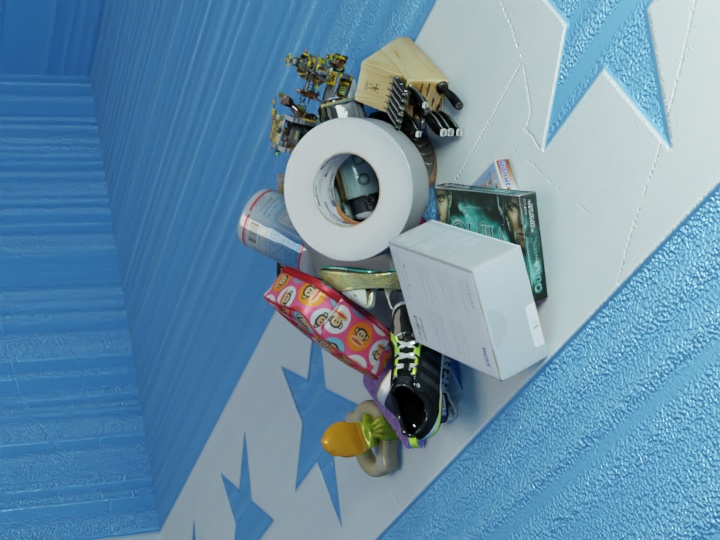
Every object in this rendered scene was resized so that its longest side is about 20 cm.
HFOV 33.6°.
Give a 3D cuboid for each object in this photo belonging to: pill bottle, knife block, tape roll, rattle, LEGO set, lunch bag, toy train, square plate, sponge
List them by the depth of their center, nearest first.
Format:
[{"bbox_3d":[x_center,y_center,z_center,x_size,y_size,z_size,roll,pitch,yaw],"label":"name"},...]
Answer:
[{"bbox_3d":[-0.006,-0.115,1.687,0.200,0.066,0.201,3,98,24],"label":"tape roll"},{"bbox_3d":[0.091,-0.259,1.722,0.200,0.175,0.064,-45,-26,-55],"label":"knife block"},{"bbox_3d":[-0.015,-0.166,1.782,0.114,0.085,0.200,173,83,-79],"label":"toy train"},{"bbox_3d":[-0.051,0.079,1.835,0.082,0.200,0.176,-55,30,-10],"label":"lunch bag"},{"bbox_3d":[0.000,0.000,1.835,0.200,0.028,0.198,8,131,49],"label":"square plate"},{"bbox_3d":[0.056,0.179,1.866,0.200,0.030,0.112,-129,43,-57],"label":"sponge"},{"bbox_3d":[-0.104,-0.267,1.930,0.154,0.116,0.200,41,116,46],"label":"LEGO set"},{"bbox_3d":[-0.030,0.280,1.953,0.200,0.143,0.130,9,119,61],"label":"rattle"},{"bbox_3d":[-0.100,-0.054,2.018,0.200,0.109,0.109,27,125,21],"label":"pill bottle"}]

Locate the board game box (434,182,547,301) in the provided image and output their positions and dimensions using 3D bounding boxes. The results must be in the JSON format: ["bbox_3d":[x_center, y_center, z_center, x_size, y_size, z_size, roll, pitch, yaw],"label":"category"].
[{"bbox_3d":[0.165,-0.041,1.537,0.200,0.028,0.136,13,114,61],"label":"board game box"}]

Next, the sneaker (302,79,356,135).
[{"bbox_3d":[-0.057,-0.235,2.003,0.077,0.082,0.200,-67,-7,-55],"label":"sneaker"}]

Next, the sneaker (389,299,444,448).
[{"bbox_3d":[0.075,0.139,1.626,0.083,0.072,0.200,-5,-93,-69],"label":"sneaker"}]

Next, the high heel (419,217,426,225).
[{"bbox_3d":[0.039,-0.075,1.822,0.200,0.067,0.096,41,139,54],"label":"high heel"}]

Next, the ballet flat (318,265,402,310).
[{"bbox_3d":[0.033,0.025,1.721,0.071,0.200,0.071,0,-90,-75],"label":"ballet flat"}]

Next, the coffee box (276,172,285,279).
[{"bbox_3d":[-0.098,-0.074,2.147,0.113,0.080,0.200,-165,74,-66],"label":"coffee box"}]

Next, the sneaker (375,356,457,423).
[{"bbox_3d":[0.107,0.145,1.696,0.109,0.070,0.200,48,121,31],"label":"sneaker"}]

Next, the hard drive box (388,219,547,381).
[{"bbox_3d":[0.133,0.034,1.517,0.200,0.077,0.156,24,135,58],"label":"hard drive box"}]

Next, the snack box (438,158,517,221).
[{"bbox_3d":[0.155,-0.072,1.611,0.200,0.024,0.072,130,132,-58],"label":"snack box"}]

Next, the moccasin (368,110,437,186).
[{"bbox_3d":[0.060,-0.168,1.773,0.201,0.074,0.078,-132,31,-52],"label":"moccasin"}]
